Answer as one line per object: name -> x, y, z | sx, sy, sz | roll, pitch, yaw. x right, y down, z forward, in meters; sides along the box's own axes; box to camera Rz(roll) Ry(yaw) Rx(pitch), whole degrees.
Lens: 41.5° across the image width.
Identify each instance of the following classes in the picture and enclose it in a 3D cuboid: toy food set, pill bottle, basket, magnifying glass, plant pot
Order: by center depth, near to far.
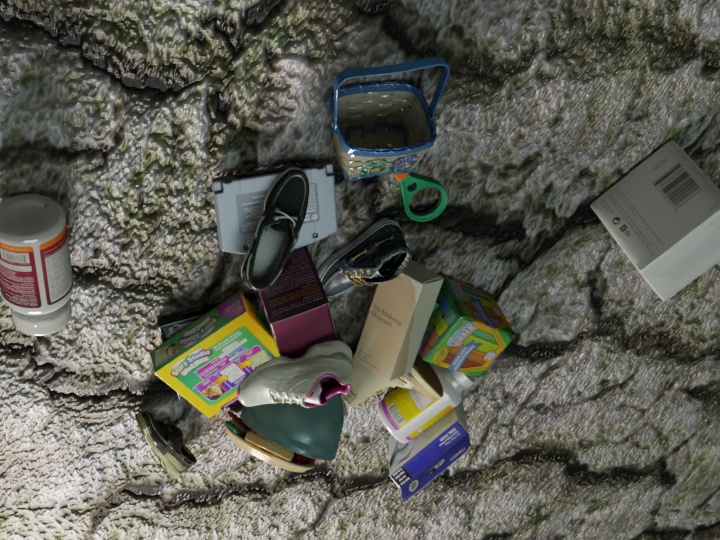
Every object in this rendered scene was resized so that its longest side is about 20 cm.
pill bottle -> -0.490, -0.005, 1.428 | 0.108, 0.110, 0.202 | -7, 133, -18
basket -> 0.038, -0.234, 1.429 | 0.173, 0.140, 0.201 | -10, 144, -14
magnifying glass -> 0.082, -0.150, 1.616 | 0.079, 0.023, 0.200 | -36, 137, 11
plant pot -> -0.111, 0.252, 1.801 | 0.199, 0.199, 0.136 | 24, 92, -38
toy food set -> -0.175, 0.328, 1.834 | 0.199, 0.197, 0.049 | 26, 89, -48
pill bottle -> 0.138, 0.260, 1.961 | 0.199, 0.105, 0.104 | -38, 135, 13

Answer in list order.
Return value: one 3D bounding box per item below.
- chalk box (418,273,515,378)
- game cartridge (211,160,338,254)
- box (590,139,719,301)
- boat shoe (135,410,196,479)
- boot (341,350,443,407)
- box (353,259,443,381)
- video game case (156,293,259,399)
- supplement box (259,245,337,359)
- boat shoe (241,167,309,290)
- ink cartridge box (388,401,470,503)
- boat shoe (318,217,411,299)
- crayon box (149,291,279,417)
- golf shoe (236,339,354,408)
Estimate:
chalk box -> 0.173, 0.102, 1.815 | 0.198, 0.125, 0.125 | 19, 121, -36
game cartridge -> -0.135, -0.096, 1.526 | 0.197, 0.040, 0.136 | -10, 110, -15
box -> 0.570, -0.093, 1.757 | 0.199, 0.200, 0.130 | -40, 134, 15
boat shoe -> -0.372, 0.325, 1.824 | 0.065, 0.072, 0.202 | -29, 137, -11
boot -> 0.052, 0.222, 1.880 | 0.199, 0.073, 0.155 | 38, 112, -18
box -> 0.069, 0.087, 1.730 | 0.077, 0.094, 0.203 | -13, 125, -53
video game case -> -0.263, 0.141, 1.727 | 0.178, 0.026, 0.202 | -15, 135, -11
supplement box -> -0.113, 0.044, 1.578 | 0.102, 0.201, 0.132 | -18, 135, -7
boat shoe -> -0.126, -0.062, 1.480 | 0.075, 0.060, 0.203 | 18, 95, -17
ink cartridge box -> 0.140, 0.358, 1.990 | 0.041, 0.201, 0.199 | 41, 108, -19
boat shoe -> 0.000, 0.000, 1.666 | 0.200, 0.091, 0.071 | -42, 134, 17
crayon box -> -0.243, 0.153, 1.688 | 0.198, 0.059, 0.173 | -33, 134, 6
golf shoe -> -0.102, 0.180, 1.502 | 0.197, 0.092, 0.076 | -22, 137, 5
